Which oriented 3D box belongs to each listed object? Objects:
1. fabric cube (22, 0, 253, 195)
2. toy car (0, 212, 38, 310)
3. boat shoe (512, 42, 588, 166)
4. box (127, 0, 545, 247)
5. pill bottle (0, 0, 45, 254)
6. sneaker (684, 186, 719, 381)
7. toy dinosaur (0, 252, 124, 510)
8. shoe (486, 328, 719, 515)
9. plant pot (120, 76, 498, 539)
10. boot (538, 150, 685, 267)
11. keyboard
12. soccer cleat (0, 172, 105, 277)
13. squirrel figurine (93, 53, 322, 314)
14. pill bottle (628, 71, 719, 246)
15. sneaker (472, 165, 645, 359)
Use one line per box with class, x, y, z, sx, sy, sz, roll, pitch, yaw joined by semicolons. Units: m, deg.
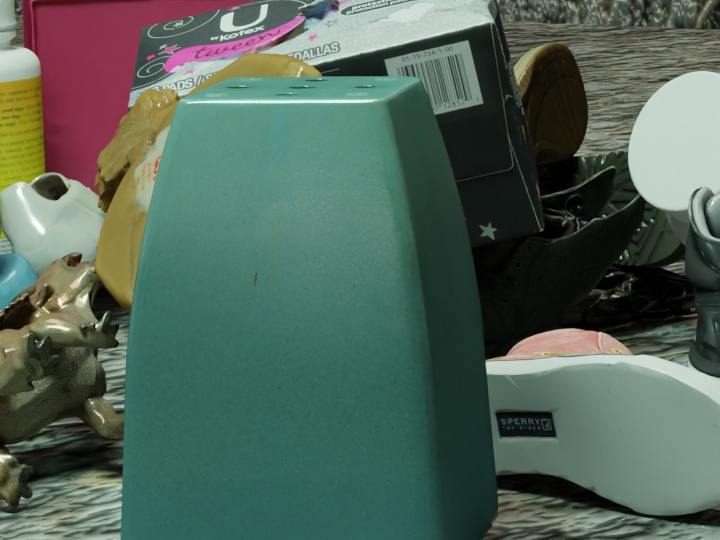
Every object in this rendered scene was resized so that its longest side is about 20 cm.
fabric cube;-0.142;-0.113;1.952;0.195;0.202;0.199;-2;12;-9
toy car;-0.325;-0.008;1.598;0.200;0.185;0.176;-39;27;-24
boat shoe;0.080;-0.085;1.659;0.072;0.073;0.200;-8;21;29
box;-0.012;-0.080;1.472;0.199;0.133;0.115;-13;26;5
pill bottle;-0.260;-0.080;1.768;0.108;0.202;0.109;-1;10;0
sneaker;0.215;0.006;1.458;0.075;0.115;0.200;1;10;11
toy dinosaur;-0.178;0.058;1.318;0.135;0.086;0.199;7;18;41
shoe;0.121;0.063;1.267;0.199;0.072;0.091;2;15;43
plant pot;-0.021;0.020;1.162;0.140;0.202;0.141;1;9;12
boot;0.221;-0.027;1.720;0.199;0.073;0.182;16;6;-32
keyboard;0.135;0.009;1.651;0.104;0.040;0.199;22;9;37
soccer cleat;-0.181;-0.027;1.735;0.069;0.078;0.200;-25;-1;8
squirrel figurine;-0.037;-0.007;1.357;0.186;0.142;0.200;36;-7;-29
pill bottle;0.244;-0.045;1.569;0.111;0.112;0.199;8;-10;43
sneaker;0.066;0.002;1.507;0.199;0.105;0.060;-6;35;-37
